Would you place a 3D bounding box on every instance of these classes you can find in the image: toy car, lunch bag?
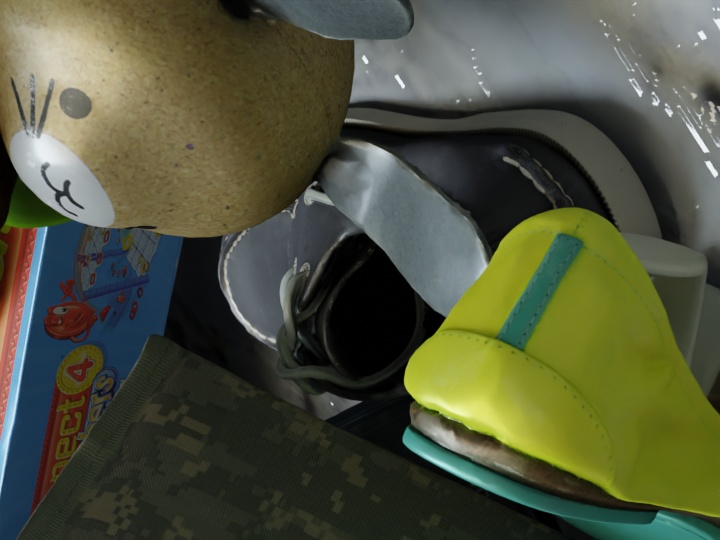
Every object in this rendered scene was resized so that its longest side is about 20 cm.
[{"bbox_3d":[-0.063,-0.039,0.590,0.199,0.158,0.165,14,146,32],"label":"toy car"},{"bbox_3d":[-0.021,0.143,0.696,0.163,0.118,0.201,25,133,6],"label":"lunch bag"}]

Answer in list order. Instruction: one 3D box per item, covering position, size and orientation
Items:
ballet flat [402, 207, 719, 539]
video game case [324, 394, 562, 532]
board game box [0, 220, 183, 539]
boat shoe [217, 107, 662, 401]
[{"bbox_3d":[0.064,0.029,0.584,0.066,0.067,0.200,21,175,22],"label":"ballet flat"},{"bbox_3d":[-0.021,0.129,0.768,0.199,0.019,0.143,-27,98,21],"label":"video game case"},{"bbox_3d":[-0.143,-0.019,0.837,0.196,0.056,0.201,35,123,38],"label":"board game box"},{"bbox_3d":[0.000,0.000,0.683,0.200,0.063,0.073,-8,112,62],"label":"boat shoe"}]
